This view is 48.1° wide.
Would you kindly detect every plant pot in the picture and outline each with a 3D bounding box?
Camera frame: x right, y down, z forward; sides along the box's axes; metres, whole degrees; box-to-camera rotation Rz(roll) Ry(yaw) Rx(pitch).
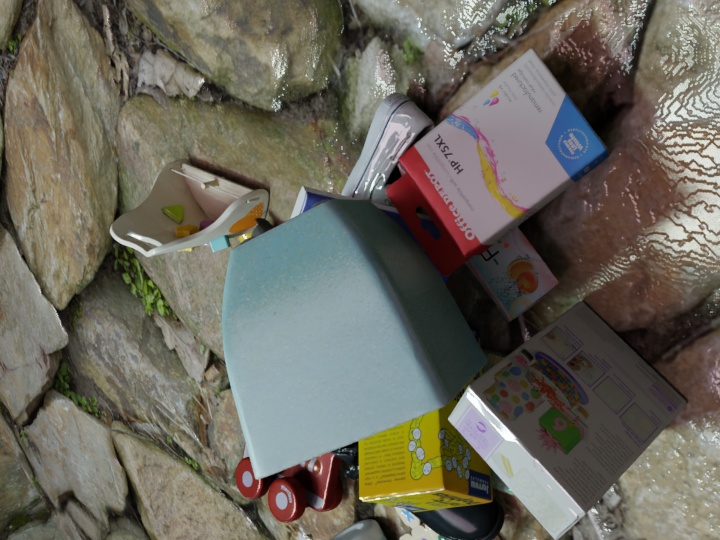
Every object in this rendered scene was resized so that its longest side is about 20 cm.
[{"bbox_3d":[-0.020,0.045,0.762,0.194,0.195,0.203,-25,87,19],"label":"plant pot"}]

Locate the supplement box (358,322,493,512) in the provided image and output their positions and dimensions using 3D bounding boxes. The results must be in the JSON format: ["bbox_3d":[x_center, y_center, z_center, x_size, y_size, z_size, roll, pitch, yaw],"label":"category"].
[{"bbox_3d":[0.070,0.155,0.900,0.108,0.108,0.203,-18,62,33],"label":"supplement box"}]

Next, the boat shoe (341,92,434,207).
[{"bbox_3d":[0.028,-0.099,0.927,0.067,0.073,0.202,41,135,28],"label":"boat shoe"}]

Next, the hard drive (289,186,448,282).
[{"bbox_3d":[0.008,-0.010,0.894,0.134,0.197,0.025,-67,27,24],"label":"hard drive"}]

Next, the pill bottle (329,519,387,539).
[{"bbox_3d":[0.024,0.493,1.226,0.110,0.110,0.202,-31,87,50],"label":"pill bottle"}]

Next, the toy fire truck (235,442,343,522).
[{"bbox_3d":[-0.105,0.287,1.276,0.198,0.111,0.171,19,100,39],"label":"toy fire truck"}]

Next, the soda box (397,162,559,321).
[{"bbox_3d":[0.120,-0.046,0.841,0.201,0.063,0.068,55,-176,9],"label":"soda box"}]

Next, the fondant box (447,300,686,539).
[{"bbox_3d":[0.199,0.133,0.768,0.144,0.199,0.059,46,138,19],"label":"fondant box"}]

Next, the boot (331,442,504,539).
[{"bbox_3d":[0.066,0.267,1.018,0.198,0.077,0.168,15,158,42],"label":"boot"}]

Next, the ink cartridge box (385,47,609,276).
[{"bbox_3d":[0.119,-0.094,0.764,0.199,0.067,0.117,-38,80,17],"label":"ink cartridge box"}]

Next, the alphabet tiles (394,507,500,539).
[{"bbox_3d":[0.127,0.388,1.130,0.197,0.014,0.200,55,140,14],"label":"alphabet tiles"}]

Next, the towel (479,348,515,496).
[{"bbox_3d":[0.156,0.169,0.911,0.198,0.022,0.149,10,79,42],"label":"towel"}]

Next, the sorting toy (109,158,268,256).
[{"bbox_3d":[-0.260,-0.071,1.176,0.198,0.179,0.109,23,126,38],"label":"sorting toy"}]

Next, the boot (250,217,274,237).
[{"bbox_3d":[-0.120,0.037,1.176,0.138,0.077,0.203,38,121,33],"label":"boot"}]
